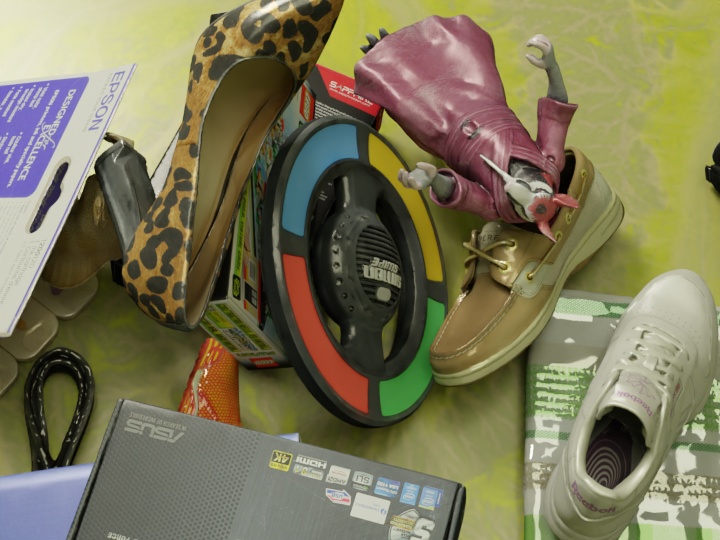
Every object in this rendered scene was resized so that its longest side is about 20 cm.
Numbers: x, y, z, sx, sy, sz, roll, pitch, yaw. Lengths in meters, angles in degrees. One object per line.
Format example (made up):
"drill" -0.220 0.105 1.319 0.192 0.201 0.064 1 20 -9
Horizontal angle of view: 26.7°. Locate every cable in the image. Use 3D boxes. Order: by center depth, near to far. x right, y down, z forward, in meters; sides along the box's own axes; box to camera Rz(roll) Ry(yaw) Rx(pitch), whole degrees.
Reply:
"cable" -0.199 0.142 0.943 0.096 0.050 0.201 20 66 3

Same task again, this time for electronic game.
"electronic game" 0.000 0.000 0.971 0.041 0.200 0.202 -11 59 32

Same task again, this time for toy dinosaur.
"toy dinosaur" -0.171 -0.033 0.992 0.198 0.058 0.102 8 70 32

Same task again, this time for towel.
"towel" 0.181 0.114 1.014 0.148 0.031 0.202 6 67 -1

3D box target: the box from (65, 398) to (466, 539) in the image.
"box" -0.057 0.167 0.794 0.198 0.051 0.159 13 68 11

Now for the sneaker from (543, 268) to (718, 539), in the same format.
"sneaker" 0.183 0.080 0.959 0.074 0.100 0.201 24 66 9

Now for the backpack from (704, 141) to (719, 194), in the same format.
"backpack" 0.362 -0.044 1.030 0.166 0.163 0.202 -12 66 -15

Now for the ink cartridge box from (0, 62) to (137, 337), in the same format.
"ink cartridge box" -0.234 -0.034 0.952 0.199 0.043 0.200 -1 57 38

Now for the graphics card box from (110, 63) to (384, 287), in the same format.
"graphics card box" -0.075 -0.058 1.051 0.124 0.051 0.201 23 64 4

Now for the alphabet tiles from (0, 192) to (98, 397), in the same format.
"alphabet tiles" -0.285 -0.007 1.025 0.195 0.015 0.200 36 67 11

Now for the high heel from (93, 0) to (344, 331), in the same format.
"high heel" -0.062 -0.063 0.851 0.200 0.071 0.143 -41 50 18

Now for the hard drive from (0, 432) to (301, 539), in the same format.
"hard drive" -0.124 0.169 0.841 0.198 0.025 0.133 -8 64 0

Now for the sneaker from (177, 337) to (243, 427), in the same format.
"sneaker" -0.087 0.142 0.951 0.076 0.073 0.202 4 75 -8

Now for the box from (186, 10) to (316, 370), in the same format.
"box" -0.069 -0.051 0.959 0.034 0.110 0.202 -5 65 19

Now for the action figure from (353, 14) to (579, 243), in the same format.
"action figure" 0.076 -0.080 1.008 0.133 0.149 0.201 -30 56 -6

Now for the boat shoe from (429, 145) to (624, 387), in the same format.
"boat shoe" 0.102 -0.006 1.024 0.200 0.074 0.067 -50 119 -31
